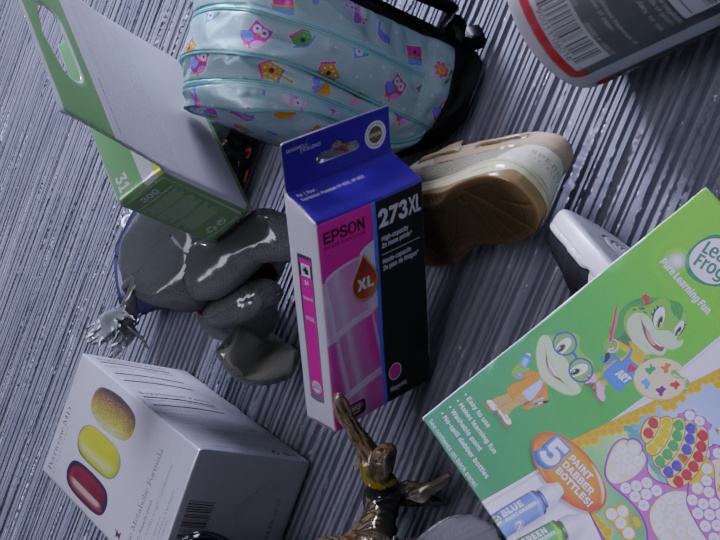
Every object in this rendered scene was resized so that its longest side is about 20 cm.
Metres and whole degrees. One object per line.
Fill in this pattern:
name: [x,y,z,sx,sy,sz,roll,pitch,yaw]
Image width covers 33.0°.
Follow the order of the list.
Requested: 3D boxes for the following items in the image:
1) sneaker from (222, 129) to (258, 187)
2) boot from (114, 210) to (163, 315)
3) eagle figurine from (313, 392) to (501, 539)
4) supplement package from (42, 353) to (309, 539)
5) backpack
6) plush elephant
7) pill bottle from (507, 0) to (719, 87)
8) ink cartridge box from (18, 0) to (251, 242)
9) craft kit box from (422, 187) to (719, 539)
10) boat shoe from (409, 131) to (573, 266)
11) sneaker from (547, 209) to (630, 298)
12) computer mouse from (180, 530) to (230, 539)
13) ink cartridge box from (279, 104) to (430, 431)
sneaker: [-0.119,-0.117,1.052,0.090,0.070,0.201,-12,69,48]
boot: [-0.188,-0.061,1.109,0.090,0.073,0.201,-15,69,38]
eagle figurine: [-0.021,0.210,0.779,0.151,0.152,0.200,-43,12,53]
supplement package: [-0.155,0.159,0.985,0.200,0.109,0.114,26,98,48]
backpack: [-0.031,-0.146,0.868,0.167,0.200,0.127,-4,76,46]
plush elephant: [-0.103,0.001,0.956,0.200,0.155,0.165,-51,57,13]
pill bottle: [0.191,-0.194,0.705,0.200,0.114,0.114,-21,64,42]
ink cartridge box: [-0.165,-0.111,0.806,0.048,0.200,0.146,-36,62,18]
craft kit box: [0.163,0.093,0.612,0.197,0.049,0.200,-39,60,4]
boat shoe: [0.067,-0.053,0.843,0.065,0.072,0.200,-51,20,-27]
sneaker: [0.147,0.061,0.710,0.112,0.073,0.200,-53,48,19]
computer mouse: [-0.105,0.289,0.875,0.046,0.140,0.201,-102,34,-79]
ink cartridge box: [0.000,0.000,0.807,0.037,0.095,0.201,20,125,44]
